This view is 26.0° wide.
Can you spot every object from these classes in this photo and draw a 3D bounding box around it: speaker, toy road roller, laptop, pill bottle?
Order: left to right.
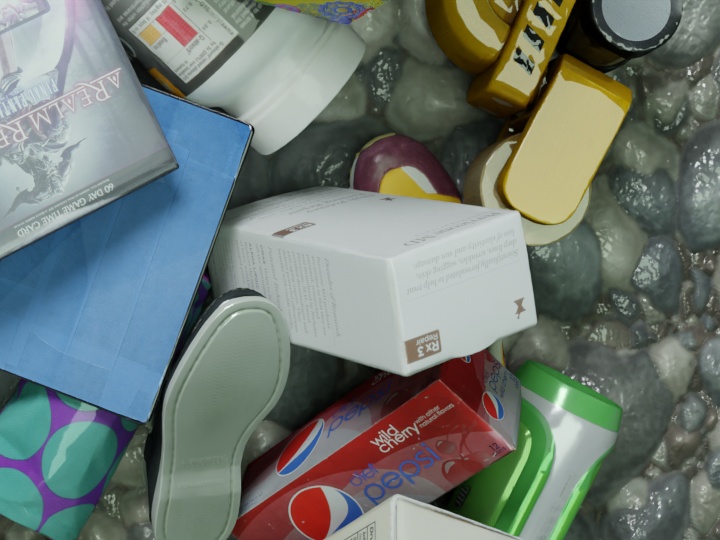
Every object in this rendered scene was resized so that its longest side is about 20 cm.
[{"bbox_3d":[-0.193,-0.033,0.870,0.200,0.116,0.188,20,90,-50],"label":"laptop"},{"bbox_3d":[-0.099,-0.169,0.923,0.200,0.116,0.116,43,89,-16],"label":"pill bottle"},{"bbox_3d":[0.099,0.165,1.048,0.088,0.088,0.201,25,94,-16],"label":"speaker"},{"bbox_3d":[0.096,-0.126,0.980,0.145,0.123,0.201,25,89,-4],"label":"toy road roller"}]

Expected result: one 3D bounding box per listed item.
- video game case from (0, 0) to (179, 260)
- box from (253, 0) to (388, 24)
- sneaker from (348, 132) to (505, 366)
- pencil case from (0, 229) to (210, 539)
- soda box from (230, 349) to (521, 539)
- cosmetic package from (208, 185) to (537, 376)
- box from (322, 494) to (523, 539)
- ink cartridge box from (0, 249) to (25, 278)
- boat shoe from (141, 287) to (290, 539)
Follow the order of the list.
[{"bbox_3d":[-0.203,-0.114,0.841,0.142,0.019,0.201,-28,105,-14],"label":"video game case"},{"bbox_3d":[-0.005,-0.256,0.798,0.121,0.200,0.194,10,77,-28],"label":"box"},{"bbox_3d":[0.053,0.008,1.005,0.075,0.090,0.201,-23,105,-9],"label":"sneaker"},{"bbox_3d":[-0.172,0.066,0.966,0.092,0.085,0.201,31,92,27],"label":"pencil case"},{"bbox_3d":[0.007,0.117,0.979,0.070,0.064,0.200,43,122,-17],"label":"soda box"},{"bbox_3d":[0.000,0.000,0.923,0.101,0.200,0.074,-19,107,-34],"label":"cosmetic package"},{"bbox_3d":[0.004,0.243,0.958,0.109,0.128,0.200,23,139,-30],"label":"box"},{"bbox_3d":[-0.301,-0.025,0.947,0.199,0.057,0.163,26,94,-2],"label":"ink cartridge box"},{"bbox_3d":[-0.096,0.085,0.952,0.075,0.060,0.201,5,124,-27],"label":"boat shoe"}]
